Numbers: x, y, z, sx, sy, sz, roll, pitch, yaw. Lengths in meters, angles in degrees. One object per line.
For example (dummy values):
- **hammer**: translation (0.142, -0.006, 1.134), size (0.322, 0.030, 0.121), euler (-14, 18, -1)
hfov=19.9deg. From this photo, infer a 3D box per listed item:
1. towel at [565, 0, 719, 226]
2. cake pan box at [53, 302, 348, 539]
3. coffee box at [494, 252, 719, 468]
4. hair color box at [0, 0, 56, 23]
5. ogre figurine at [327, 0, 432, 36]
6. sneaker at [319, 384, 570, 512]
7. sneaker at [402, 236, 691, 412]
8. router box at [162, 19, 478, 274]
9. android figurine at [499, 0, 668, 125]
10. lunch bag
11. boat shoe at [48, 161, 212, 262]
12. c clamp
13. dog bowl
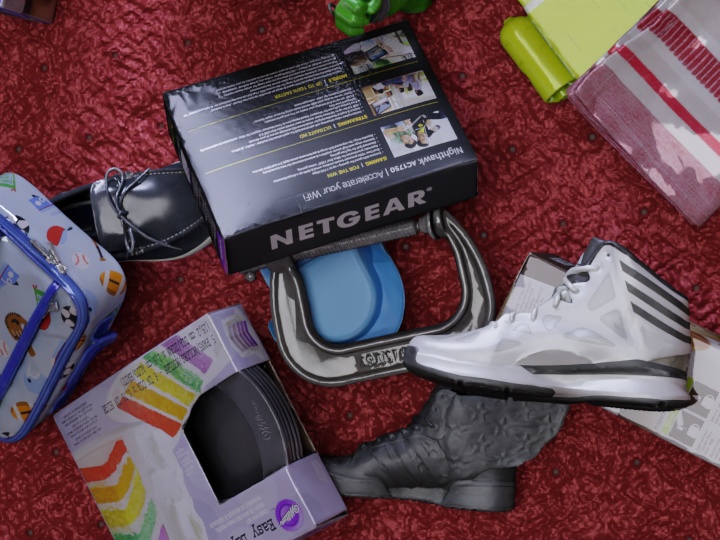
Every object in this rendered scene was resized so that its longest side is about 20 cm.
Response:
- **towel**: translation (0.267, -0.147, 1.494), size (0.144, 0.023, 0.200), euler (44, 108, -5)
- **cake pan box**: translation (-0.123, 0.147, 1.582), size (0.200, 0.052, 0.184), euler (-31, 84, 33)
- **coffee box**: translation (0.203, 0.064, 1.498), size (0.200, 0.114, 0.080), euler (27, 96, 13)
- **hair color box**: translation (-0.269, -0.304, 1.625), size (0.065, 0.109, 0.200), euler (14, 93, 13)
- **ogre figurine**: translation (0.055, -0.260, 1.537), size (0.098, 0.120, 0.200), euler (14, 91, 18)
- **sneaker**: translation (0.057, 0.126, 1.565), size (0.200, 0.060, 0.104), euler (6, 92, 9)
- **sneaker**: translation (0.133, 0.033, 1.431), size (0.200, 0.076, 0.115), euler (5, 82, 7)
- **router box**: translation (-0.031, -0.094, 1.527), size (0.200, 0.051, 0.149), euler (-17, 56, -10)
- **android figurine**: translation (0.190, -0.211, 1.544), size (0.182, 0.041, 0.200), euler (-36, 83, 11)
- **lunch bag**: translation (-0.271, 0.031, 1.600), size (0.160, 0.076, 0.200), euler (43, 130, 11)
- **boat shoe**: translation (-0.179, -0.042, 1.596), size (0.200, 0.062, 0.075), euler (-12, 82, 31)
- **c clamp**: translation (0.000, 0.000, 1.544), size (0.200, 0.027, 0.171), euler (-6, 88, 14)
- **dog bowl**: translation (-0.036, -0.016, 1.593), size (0.111, 0.050, 0.200), euler (-30, 82, 12)
